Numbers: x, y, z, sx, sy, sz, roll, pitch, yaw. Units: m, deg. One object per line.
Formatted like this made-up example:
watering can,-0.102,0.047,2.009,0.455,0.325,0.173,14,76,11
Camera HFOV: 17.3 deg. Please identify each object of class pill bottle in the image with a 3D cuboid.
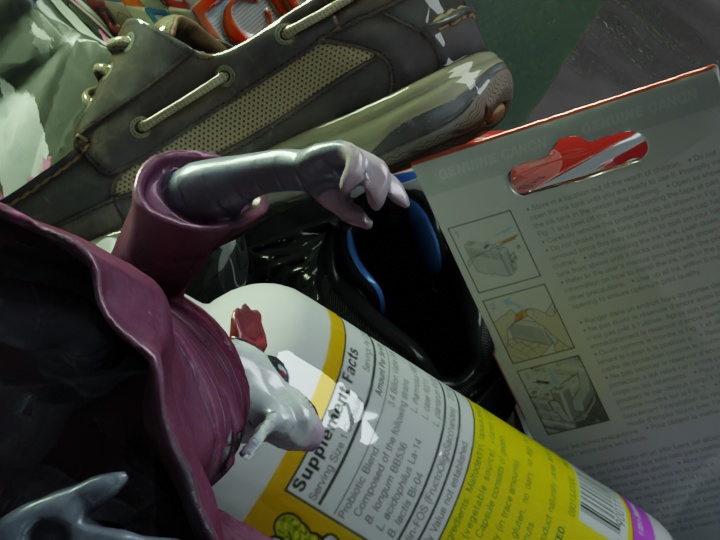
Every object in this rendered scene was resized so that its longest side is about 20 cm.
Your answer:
pill bottle,-0.010,0.073,0.703,0.200,0.104,0.104,32,21,-15

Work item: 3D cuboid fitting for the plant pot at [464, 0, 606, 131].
plant pot,-0.025,-0.160,1.065,0.199,0.197,0.196,17,29,-31

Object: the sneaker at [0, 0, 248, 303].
sneaker,-0.097,-0.054,0.872,0.200,0.080,0.086,55,15,25

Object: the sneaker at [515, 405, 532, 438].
sneaker,0.060,0.055,0.898,0.088,0.074,0.200,29,26,-13

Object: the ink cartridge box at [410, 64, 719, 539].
ink cartridge box,0.107,0.029,0.749,0.201,0.109,0.050,64,29,-18

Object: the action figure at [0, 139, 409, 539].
action figure,-0.059,0.041,0.546,0.148,0.135,0.200,-4,3,7

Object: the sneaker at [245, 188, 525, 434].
sneaker,0.000,0.000,0.828,0.073,0.112,0.200,-25,45,-18

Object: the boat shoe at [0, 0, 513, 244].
boat shoe,-0.051,-0.047,0.762,0.074,0.199,0.074,-5,74,-81

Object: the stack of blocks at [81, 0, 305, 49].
stack of blocks,-0.054,-0.095,0.886,0.115,0.059,0.200,53,-12,-18

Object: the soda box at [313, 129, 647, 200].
soda box,0.055,-0.011,0.885,0.070,0.063,0.200,65,-20,-11
